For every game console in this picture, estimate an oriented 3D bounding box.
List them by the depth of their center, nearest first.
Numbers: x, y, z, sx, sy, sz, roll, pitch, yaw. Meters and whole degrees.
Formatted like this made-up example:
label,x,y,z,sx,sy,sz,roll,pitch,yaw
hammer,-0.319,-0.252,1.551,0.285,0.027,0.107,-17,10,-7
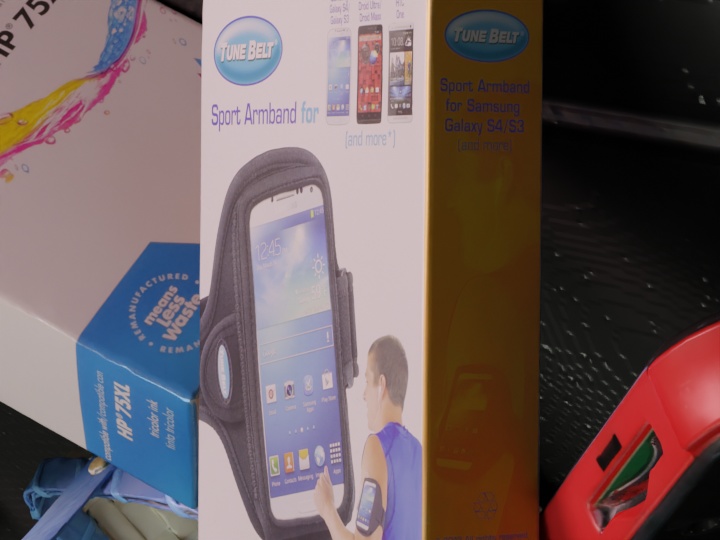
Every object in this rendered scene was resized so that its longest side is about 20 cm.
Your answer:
label,x,y,z,sx,sy,sz,roll,pitch,yaw
game console,0.135,0.049,0.700,0.200,0.176,0.031,116,142,-62

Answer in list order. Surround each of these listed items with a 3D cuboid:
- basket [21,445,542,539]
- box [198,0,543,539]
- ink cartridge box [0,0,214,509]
label,x,y,z,sx,sy,sz,roll,pitch,yaw
basket,-0.037,0.125,0.917,0.139,0.200,0.177,-6,130,50
box,0.000,0.000,0.733,0.119,0.041,0.202,3,95,58
ink cartridge box,-0.102,-0.030,0.853,0.199,0.116,0.067,28,151,15
